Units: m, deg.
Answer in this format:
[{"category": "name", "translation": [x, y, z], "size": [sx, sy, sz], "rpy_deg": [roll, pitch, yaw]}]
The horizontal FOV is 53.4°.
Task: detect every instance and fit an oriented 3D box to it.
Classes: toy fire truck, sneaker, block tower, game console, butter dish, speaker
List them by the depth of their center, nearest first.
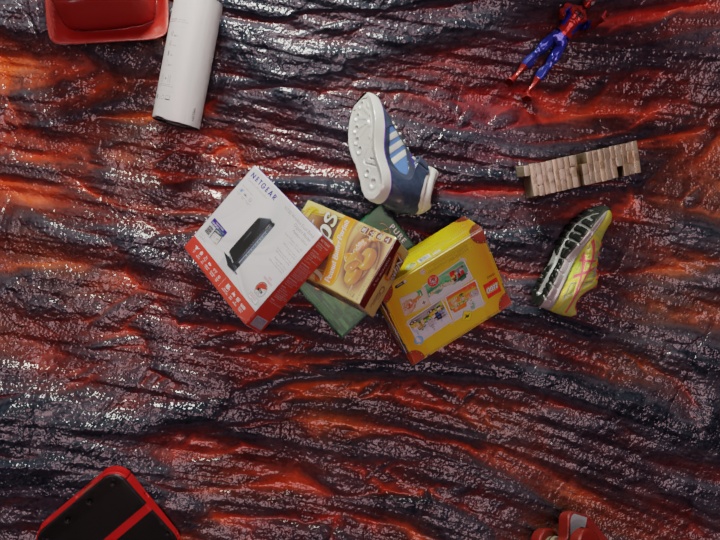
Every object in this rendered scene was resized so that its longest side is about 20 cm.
[{"category": "butter dish", "translation": [-0.401, -0.467, 1.083], "size": [0.193, 0.148, 0.207], "rpy_deg": [-4, 83, -3]}, {"category": "speaker", "translation": [-0.276, -0.335, 1.145], "size": [0.079, 0.081, 0.206], "rpy_deg": [11, 93, -4]}, {"category": "sneaker", "translation": [0.061, -0.186, 1.189], "size": [0.144, 0.080, 0.206], "rpy_deg": [11, 59, -38]}, {"category": "block tower", "translation": [0.366, -0.168, 1.207], "size": [0.194, 0.054, 0.060], "rpy_deg": [-11, 94, -2]}, {"category": "sneaker", "translation": [0.374, -0.013, 1.215], "size": [0.089, 0.078, 0.203], "rpy_deg": [28, 98, -13]}, {"category": "game console", "translation": [-0.434, 0.455, 1.226], "size": [0.199, 0.031, 0.178], "rpy_deg": [-38, 100, 1]}, {"category": "toy fire truck", "translation": [0.383, 0.529, 1.227], "size": [0.165, 0.111, 0.205], "rpy_deg": [26, 60, -29]}]

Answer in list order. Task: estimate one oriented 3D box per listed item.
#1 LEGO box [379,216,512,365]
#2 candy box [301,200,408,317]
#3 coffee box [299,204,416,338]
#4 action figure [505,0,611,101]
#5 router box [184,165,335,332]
[{"category": "LEGO box", "translation": [0.129, 0.032, 1.170], "size": [0.197, 0.077, 0.152], "rpy_deg": [-30, 114, -5]}, {"category": "candy box", "translation": [-0.033, -0.022, 1.129], "size": [0.197, 0.055, 0.117], "rpy_deg": [25, 79, 36]}, {"category": "coffee box", "translation": [0.000, 0.000, 1.204], "size": [0.200, 0.044, 0.123], "rpy_deg": [-44, 96, 1]}, {"category": "action figure", "translation": [0.328, -0.378, 1.170], "size": [0.065, 0.099, 0.202], "rpy_deg": [38, 89, -6]}, {"category": "router box", "translation": [-0.164, -0.038, 1.137], "size": [0.180, 0.049, 0.200], "rpy_deg": [-48, 58, 2]}]
